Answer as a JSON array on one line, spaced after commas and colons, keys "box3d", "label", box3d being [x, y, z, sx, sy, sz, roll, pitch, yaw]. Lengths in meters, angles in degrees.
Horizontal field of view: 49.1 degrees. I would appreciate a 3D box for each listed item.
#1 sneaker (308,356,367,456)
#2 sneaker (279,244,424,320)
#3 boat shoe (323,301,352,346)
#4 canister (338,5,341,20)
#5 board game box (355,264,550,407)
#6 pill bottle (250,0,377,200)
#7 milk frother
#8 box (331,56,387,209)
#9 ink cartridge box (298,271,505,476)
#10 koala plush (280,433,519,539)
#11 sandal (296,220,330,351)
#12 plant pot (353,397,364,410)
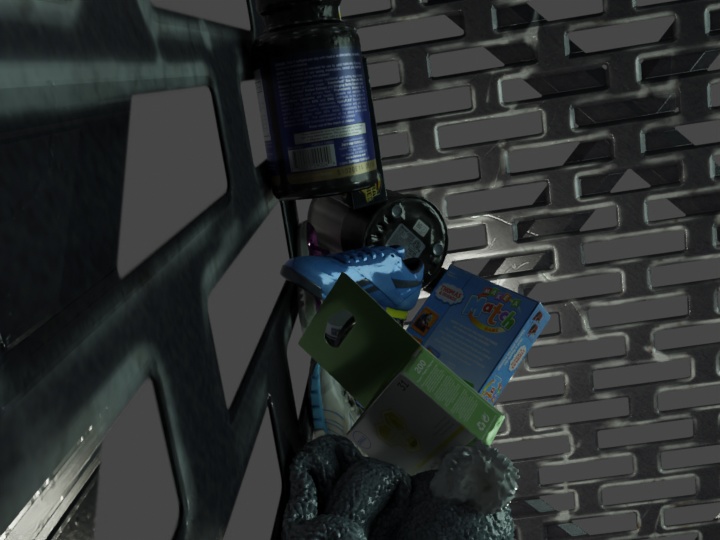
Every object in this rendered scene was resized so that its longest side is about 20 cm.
[{"box3d": [-0.009, 0.178, 0.882, 0.075, 0.085, 0.205, -77, 158, -76], "label": "sneaker"}, {"box3d": [-0.003, -0.002, 0.831, 0.198, 0.066, 0.080, 14, 103, -48], "label": "sneaker"}, {"box3d": [-0.022, 0.072, 1.116, 0.201, 0.069, 0.093, -82, 171, -65], "label": "boat shoe"}, {"box3d": [-0.062, -0.313, 1.077, 0.150, 0.084, 0.203, -92, 175, -58], "label": "canister"}, {"box3d": [0.100, 0.101, 0.887, 0.037, 0.202, 0.150, 41, -9, -37], "label": "board game box"}, {"box3d": [-0.048, -0.178, 0.780, 0.112, 0.109, 0.205, -80, 163, -78], "label": "pill bottle"}, {"box3d": [0.000, 0.000, 0.997, 0.182, 0.199, 0.188, 57, -13, -24], "label": "milk frother"}, {"box3d": [-0.036, -0.172, 0.944, 0.200, 0.045, 0.162, -146, -136, -64], "label": "box"}, {"box3d": [0.022, 0.116, 0.754, 0.048, 0.199, 0.146, -46, 174, -41], "label": "ink cartridge box"}, {"box3d": [0.043, 0.224, 0.690, 0.185, 0.195, 0.180, -93, 174, -55], "label": "koala plush"}, {"box3d": [-0.045, 0.017, 0.907, 0.205, 0.049, 0.084, -96, 178, -51], "label": "sandal"}, {"box3d": [0.012, 0.215, 1.064, 0.200, 0.027, 0.205, -171, -90, -83], "label": "plant pot"}]
